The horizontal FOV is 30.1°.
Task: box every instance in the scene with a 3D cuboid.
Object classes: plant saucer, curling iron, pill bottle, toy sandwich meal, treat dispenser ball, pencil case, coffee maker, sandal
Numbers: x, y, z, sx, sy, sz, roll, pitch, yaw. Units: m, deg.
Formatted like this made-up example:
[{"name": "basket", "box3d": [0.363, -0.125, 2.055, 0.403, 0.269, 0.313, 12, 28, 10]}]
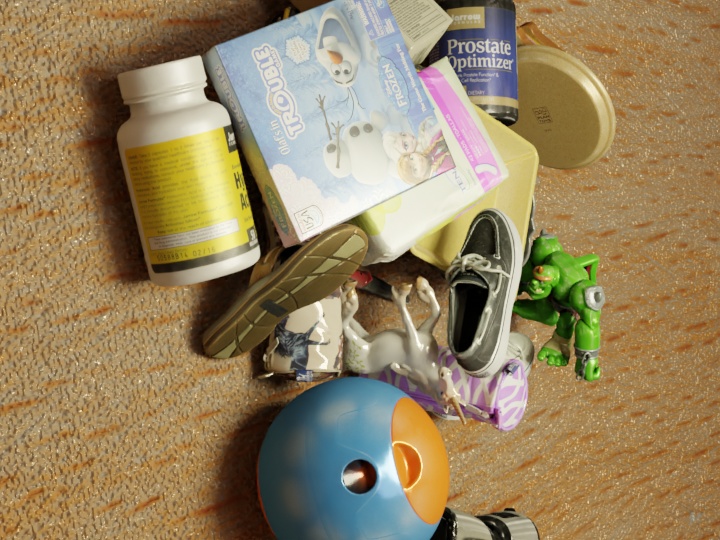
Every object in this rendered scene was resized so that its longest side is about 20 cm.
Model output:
[{"name": "plant saucer", "box3d": [0.119, -0.082, 1.550, 0.199, 0.048, 0.203, 27, 68, -44]}, {"name": "curling iron", "box3d": [0.000, 0.000, 1.529, 0.199, 0.025, 0.050, 32, 66, -45]}, {"name": "pill bottle", "box3d": [-0.168, -0.095, 1.266, 0.111, 0.110, 0.203, -25, 106, -48]}, {"name": "toy sandwich meal", "box3d": [0.245, -0.222, 1.729, 0.070, 0.203, 0.207, -50, 123, -37]}, {"name": "treat dispenser ball", "box3d": [-0.008, 0.211, 1.367, 0.200, 0.199, 0.204, 6, 83, -50]}, {"name": "pill bottle", "box3d": [0.138, -0.280, 1.654, 0.111, 0.111, 0.203, 1, 86, -50]}, {"name": "pencil case", "box3d": [-0.064, 0.016, 1.409, 0.089, 0.077, 0.203, -1, 87, -36]}, {"name": "coffee maker", "box3d": [0.115, 0.373, 1.582, 0.199, 0.134, 0.194, 19, 96, -47]}, {"name": "pencil case", "box3d": [0.091, 0.129, 1.497, 0.086, 0.198, 0.085, -51, 135, -39]}, {"name": "sandal", "box3d": [-0.083, 0.012, 1.342, 0.054, 0.199, 0.080, 57, 8, 32]}]

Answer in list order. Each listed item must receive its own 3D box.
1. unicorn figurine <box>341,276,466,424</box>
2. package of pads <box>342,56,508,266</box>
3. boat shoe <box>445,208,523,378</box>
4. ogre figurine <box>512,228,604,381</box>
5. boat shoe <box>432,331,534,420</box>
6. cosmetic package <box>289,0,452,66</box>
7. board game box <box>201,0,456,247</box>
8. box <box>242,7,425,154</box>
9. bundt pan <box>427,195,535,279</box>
[{"name": "unicorn figurine", "box3d": [0.041, 0.081, 1.445, 0.074, 0.198, 0.139, -20, 106, -52]}, {"name": "package of pads", "box3d": [0.049, -0.112, 1.412, 0.199, 0.068, 0.156, -32, 95, -30]}, {"name": "boat shoe", "box3d": [0.125, 0.013, 1.449, 0.068, 0.073, 0.202, 41, 54, -46]}, {"name": "ogre figurine", "box3d": [0.249, 0.033, 1.689, 0.201, 0.097, 0.121, -100, -162, -53]}, {"name": "boat shoe", "box3d": [0.157, 0.105, 1.662, 0.201, 0.074, 0.087, -26, 138, -43]}, {"name": "cosmetic package", "box3d": [-0.009, -0.298, 1.430, 0.200, 0.071, 0.105, 46, 41, 5]}, {"name": "board game box", "box3d": [-0.027, -0.154, 1.313, 0.198, 0.043, 0.202, -27, 95, -26]}, {"name": "box", "box3d": [-0.019, -0.172, 1.453, 0.198, 0.049, 0.162, 20, 68, -25]}, {"name": "bundt pan", "box3d": [0.131, -0.077, 1.652, 0.200, 0.075, 0.205, 3, 86, -47]}]
